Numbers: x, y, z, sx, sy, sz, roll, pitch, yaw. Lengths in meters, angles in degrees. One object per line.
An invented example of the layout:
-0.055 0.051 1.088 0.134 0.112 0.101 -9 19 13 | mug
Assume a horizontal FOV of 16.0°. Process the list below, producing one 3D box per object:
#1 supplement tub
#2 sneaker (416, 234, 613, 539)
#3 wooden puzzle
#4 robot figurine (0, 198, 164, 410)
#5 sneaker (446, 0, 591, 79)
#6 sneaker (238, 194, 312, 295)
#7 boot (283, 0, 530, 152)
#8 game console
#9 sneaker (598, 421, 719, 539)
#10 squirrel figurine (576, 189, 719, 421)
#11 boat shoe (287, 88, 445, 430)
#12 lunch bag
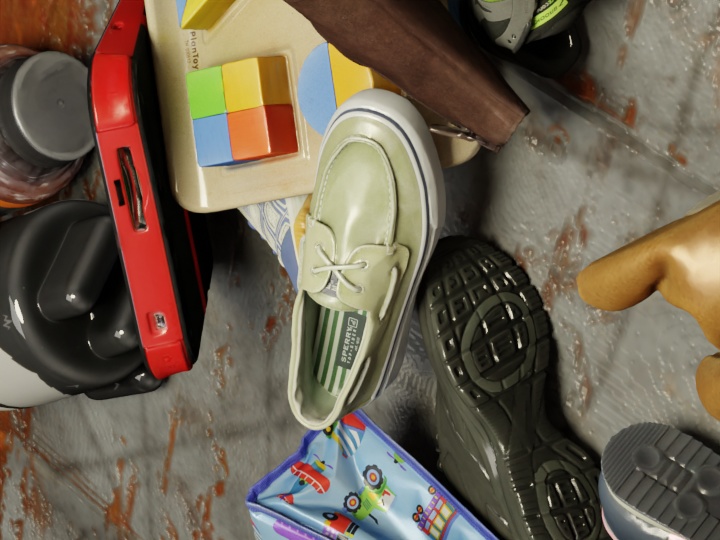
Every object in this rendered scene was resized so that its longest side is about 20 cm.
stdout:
-0.249 -0.086 1.671 0.199 0.107 0.108 -17 94 50 | supplement tub
0.069 0.080 1.426 0.091 0.076 0.201 -22 86 59 | sneaker
-0.038 -0.136 1.402 0.199 0.046 0.187 -9 88 32 | wooden puzzle
-0.208 0.026 1.660 0.199 0.124 0.151 -16 95 49 | robot figurine
0.077 -0.159 1.262 0.083 0.071 0.200 38 169 24 | sneaker
-0.031 -0.039 1.490 0.088 0.075 0.201 -33 73 57 | sneaker
0.018 -0.129 1.250 0.166 0.200 0.073 39 91 4 | boot
-0.122 -0.055 1.502 0.031 0.177 0.201 -8 115 4 | game console
0.205 0.163 1.328 0.200 0.070 0.082 44 157 23 | sneaker
0.235 0.035 1.176 0.200 0.141 0.188 -25 94 52 | squirrel figurine
0.000 0.000 1.363 0.072 0.062 0.201 18 127 18 | boat shoe
0.044 0.185 1.465 0.199 0.094 0.151 30 153 24 | lunch bag
